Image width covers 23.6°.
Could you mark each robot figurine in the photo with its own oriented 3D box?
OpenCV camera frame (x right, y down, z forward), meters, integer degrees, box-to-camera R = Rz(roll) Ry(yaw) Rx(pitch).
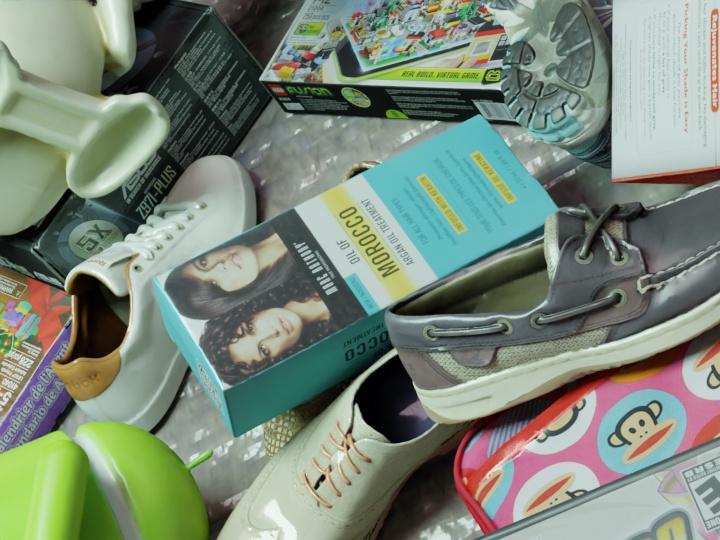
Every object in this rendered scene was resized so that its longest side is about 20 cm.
[{"bbox_3d":[-0.167,0.150,0.888,0.199,0.176,0.116,-21,62,-21],"label":"robot figurine"}]

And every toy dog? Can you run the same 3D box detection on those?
[{"bbox_3d":[-0.209,-0.128,1.069,0.194,0.139,0.201,-58,31,38],"label":"toy dog"}]

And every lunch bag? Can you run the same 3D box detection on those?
[{"bbox_3d":[0.146,0.075,0.778,0.200,0.082,0.176,-39,37,3],"label":"lunch bag"}]

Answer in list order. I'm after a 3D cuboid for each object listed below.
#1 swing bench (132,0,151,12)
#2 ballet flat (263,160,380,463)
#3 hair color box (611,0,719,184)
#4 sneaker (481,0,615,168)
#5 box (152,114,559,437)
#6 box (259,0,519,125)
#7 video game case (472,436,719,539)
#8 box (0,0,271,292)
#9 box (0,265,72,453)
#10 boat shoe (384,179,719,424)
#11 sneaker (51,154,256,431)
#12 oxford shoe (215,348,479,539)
[{"bbox_3d":[-0.073,-0.251,1.114,0.198,0.130,0.200,-26,14,-34],"label":"swing bench"},{"bbox_3d":[-0.018,0.023,0.953,0.070,0.065,0.201,-3,54,34],"label":"ballet flat"},{"bbox_3d":[0.185,-0.095,0.806,0.200,0.061,0.102,-179,89,-74],"label":"hair color box"},{"bbox_3d":[0.119,-0.139,0.972,0.077,0.086,0.201,-25,48,32],"label":"sneaker"},{"bbox_3d":[0.000,0.000,0.896,0.199,0.049,0.082,-28,58,-14],"label":"box"},{"bbox_3d":[0.039,-0.147,1.078,0.199,0.035,0.110,7,60,41],"label":"box"},{"bbox_3d":[0.121,0.173,0.675,0.199,0.025,0.181,-26,79,18],"label":"video game case"},{"bbox_3d":[-0.182,-0.085,1.156,0.163,0.086,0.200,19,68,44],"label":"box"},{"bbox_3d":[-0.262,0.061,1.125,0.200,0.039,0.137,17,70,45],"label":"box"},{"bbox_3d":[0.101,0.004,0.772,0.199,0.065,0.072,-26,26,23],"label":"boat shoe"},{"bbox_3d":[-0.125,-0.003,1.045,0.073,0.085,0.201,-6,51,36],"label":"sneaker"},{"bbox_3d":[-0.009,0.093,0.867,0.071,0.074,0.200,42,86,21],"label":"oxford shoe"}]
